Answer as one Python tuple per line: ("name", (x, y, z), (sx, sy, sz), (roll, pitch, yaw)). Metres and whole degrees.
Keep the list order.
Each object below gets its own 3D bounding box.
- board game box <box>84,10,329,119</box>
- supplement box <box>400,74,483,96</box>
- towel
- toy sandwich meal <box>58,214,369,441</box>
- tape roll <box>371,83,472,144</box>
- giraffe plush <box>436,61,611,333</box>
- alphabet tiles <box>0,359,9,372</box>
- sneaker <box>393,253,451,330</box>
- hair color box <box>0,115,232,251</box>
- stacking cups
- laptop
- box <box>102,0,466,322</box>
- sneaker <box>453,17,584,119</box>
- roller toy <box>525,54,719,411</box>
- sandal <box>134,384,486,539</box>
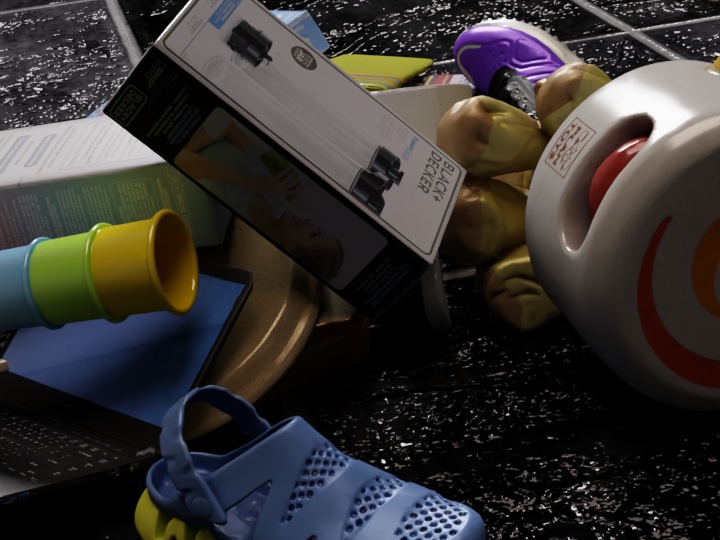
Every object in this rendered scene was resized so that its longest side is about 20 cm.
("board game box", (-0.120, -0.138, 1.131), (0.151, 0.037, 0.200), (-39, 19, -10))
("supplement box", (0.003, -0.124, 1.298), (0.200, 0.061, 0.109), (1, 25, 12))
("towel", (0.002, -0.160, 1.266), (0.086, 0.018, 0.200), (6, 15, 12))
("toy sandwich meal", (-0.093, 0.038, 0.944), (0.205, 0.070, 0.205), (-16, 45, 17))
("tape roll", (-0.010, -0.089, 1.131), (0.202, 0.071, 0.202), (-8, 2, 0))
("giraffe plush", (0.143, -0.062, 1.037), (0.200, 0.173, 0.162), (-2, 14, -3))
("alphabet tiles", (-0.282, 0.068, 0.786), (0.166, 0.006, 0.200), (-18, 11, -31))
("sneaker", (0.000, 0.000, 1.022), (0.099, 0.071, 0.200), (-11, 19, -7))
("hair color box", (-0.180, -0.050, 0.953), (0.200, 0.061, 0.099), (-7, 27, 10))
("stacking cups", (-0.195, 0.006, 0.863), (0.200, 0.061, 0.061), (-6, 23, 17))
("laptop", (-0.191, 0.048, 0.863), (0.177, 0.103, 0.200), (12, 15, 42))
("box", (-0.039, -0.075, 0.897), (0.200, 0.060, 0.117), (39, 34, -9))
("sneaker", (0.141, -0.128, 1.215), (0.200, 0.070, 0.100), (35, 53, 23))
("roller toy", (0.195, -0.026, 0.885), (0.182, 0.200, 0.140), (-16, 25, -8))
("sandal", (-0.032, 0.112, 0.757), (0.200, 0.087, 0.079), (9, 26, 25))
